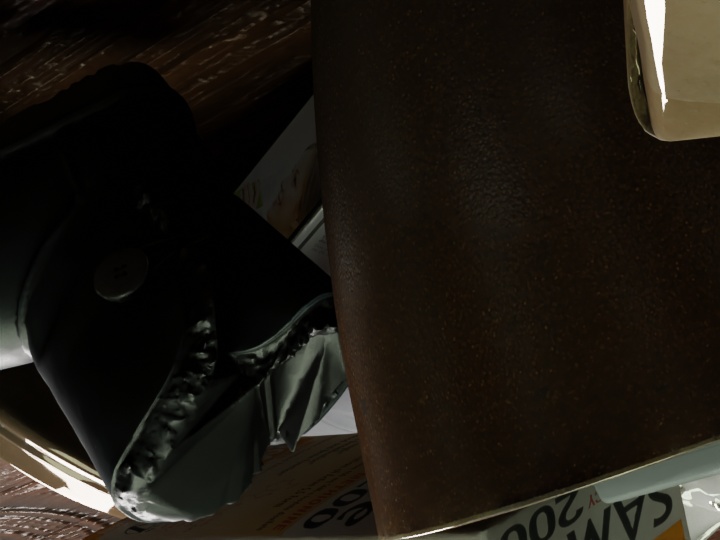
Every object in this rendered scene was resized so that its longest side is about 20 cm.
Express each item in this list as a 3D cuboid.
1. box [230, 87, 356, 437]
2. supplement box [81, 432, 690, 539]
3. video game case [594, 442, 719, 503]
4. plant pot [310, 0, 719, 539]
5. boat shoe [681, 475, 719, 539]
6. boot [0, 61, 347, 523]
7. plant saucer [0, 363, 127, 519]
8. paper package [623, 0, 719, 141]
[{"bbox_3d":[0.000,0.000,0.951,0.116,0.060,0.200,17,132,-30],"label":"box"},{"bbox_3d":[0.009,0.110,0.875,0.199,0.074,0.126,-7,-169,38],"label":"supplement box"},{"bbox_3d":[0.207,0.033,0.814,0.199,0.023,0.182,-21,175,40],"label":"video game case"},{"bbox_3d":[0.061,-0.041,0.733,0.186,0.201,0.187,-19,177,-1],"label":"plant pot"},{"bbox_3d":[0.182,0.090,1.134,0.071,0.070,0.201,7,118,-49],"label":"boat shoe"},{"bbox_3d":[-0.112,0.027,0.807,0.199,0.168,0.077,-32,137,-7],"label":"boot"},{"bbox_3d":[-0.129,0.046,1.006,0.199,0.200,0.030,21,110,-45],"label":"plant saucer"},{"bbox_3d":[0.151,-0.139,0.527,0.198,0.192,0.104,-6,156,8],"label":"paper package"}]
